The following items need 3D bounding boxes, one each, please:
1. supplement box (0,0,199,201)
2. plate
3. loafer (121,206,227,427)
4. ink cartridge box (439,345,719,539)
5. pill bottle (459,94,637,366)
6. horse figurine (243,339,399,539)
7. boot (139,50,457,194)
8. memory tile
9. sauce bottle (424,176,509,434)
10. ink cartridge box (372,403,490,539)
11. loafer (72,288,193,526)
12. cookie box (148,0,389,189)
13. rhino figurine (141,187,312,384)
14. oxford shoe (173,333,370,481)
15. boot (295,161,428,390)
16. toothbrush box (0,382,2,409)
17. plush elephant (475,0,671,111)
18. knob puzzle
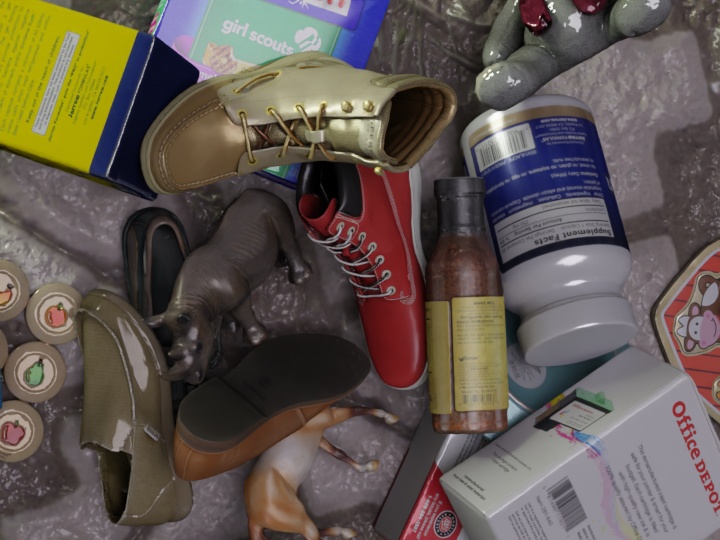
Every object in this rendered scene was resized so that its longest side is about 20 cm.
[{"bbox_3d":[-0.239,-0.138,1.238,0.199,0.109,0.110,19,88,14],"label":"supplement box"},{"bbox_3d":[0.152,0.067,1.395,0.200,0.026,0.201,13,60,-24],"label":"plate"},{"bbox_3d":[-0.148,0.049,1.339,0.072,0.063,0.201,-16,97,-15],"label":"loafer"},{"bbox_3d":[0.186,0.177,1.328,0.200,0.084,0.145,-33,116,-13],"label":"ink cartridge box"},{"bbox_3d":[0.155,-0.031,1.359,0.115,0.116,0.201,-6,70,-15],"label":"pill bottle"},{"bbox_3d":[-0.047,0.166,1.355,0.132,0.050,0.201,25,66,-21],"label":"horse figurine"},{"bbox_3d":[-0.044,-0.100,1.209,0.200,0.155,0.073,-27,120,-36],"label":"boot"},{"bbox_3d":[-0.326,0.054,1.315,0.200,0.017,0.154,22,87,-15],"label":"memory tile"},{"bbox_3d":[0.083,0.027,1.313,0.066,0.066,0.201,0,89,-16],"label":"sauce bottle"},{"bbox_3d":[0.135,0.200,1.417,0.200,0.084,0.145,27,85,-14],"label":"ink cartridge box"},{"bbox_3d":[-0.188,0.114,1.319,0.067,0.076,0.201,-23,100,-37],"label":"loafer"},{"bbox_3d":[-0.081,-0.185,1.338,0.171,0.075,0.201,21,87,-16],"label":"cookie box"},{"bbox_3d":[-0.107,0.014,1.300,0.200,0.060,0.088,-55,131,-39],"label":"rhino figurine"},{"bbox_3d":[-0.074,0.106,1.312,0.200,0.071,0.071,-23,57,-41],"label":"oxford shoe"},{"bbox_3d":[0.000,0.000,1.311,0.072,0.144,0.201,-8,90,28],"label":"boot"},{"bbox_3d":[-0.350,0.009,1.221,0.146,0.085,0.201,-2,95,20],"label":"toothbrush box"},{"bbox_3d":[0.154,-0.244,1.352,0.164,0.200,0.155,-27,97,21],"label":"plush elephant"},{"bbox_3d":[0.356,0.052,1.498,0.219,0.030,0.220,-1,94,-15],"label":"knob puzzle"}]
